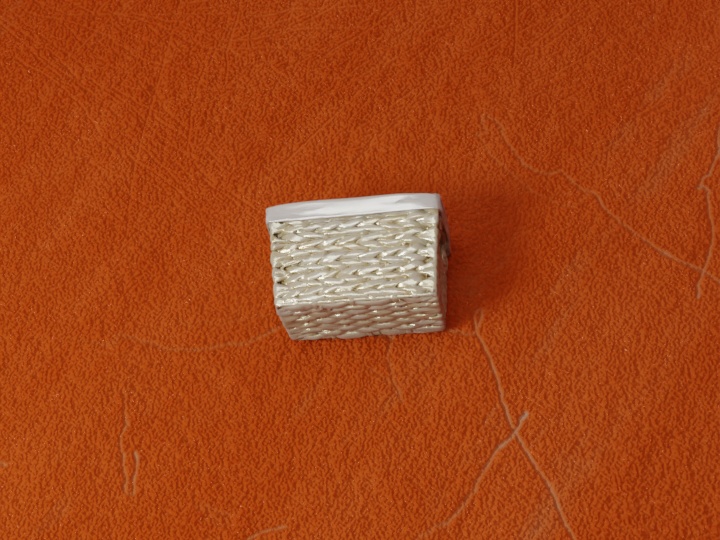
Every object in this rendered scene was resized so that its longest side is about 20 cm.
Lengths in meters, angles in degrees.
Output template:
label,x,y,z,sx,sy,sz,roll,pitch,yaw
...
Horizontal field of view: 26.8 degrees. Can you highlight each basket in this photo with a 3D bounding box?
label,x,y,z,sx,sy,sz,roll,pitch,yaw
basket,0.000,0.000,1.682,0.198,0.136,0.124,-3,68,7
